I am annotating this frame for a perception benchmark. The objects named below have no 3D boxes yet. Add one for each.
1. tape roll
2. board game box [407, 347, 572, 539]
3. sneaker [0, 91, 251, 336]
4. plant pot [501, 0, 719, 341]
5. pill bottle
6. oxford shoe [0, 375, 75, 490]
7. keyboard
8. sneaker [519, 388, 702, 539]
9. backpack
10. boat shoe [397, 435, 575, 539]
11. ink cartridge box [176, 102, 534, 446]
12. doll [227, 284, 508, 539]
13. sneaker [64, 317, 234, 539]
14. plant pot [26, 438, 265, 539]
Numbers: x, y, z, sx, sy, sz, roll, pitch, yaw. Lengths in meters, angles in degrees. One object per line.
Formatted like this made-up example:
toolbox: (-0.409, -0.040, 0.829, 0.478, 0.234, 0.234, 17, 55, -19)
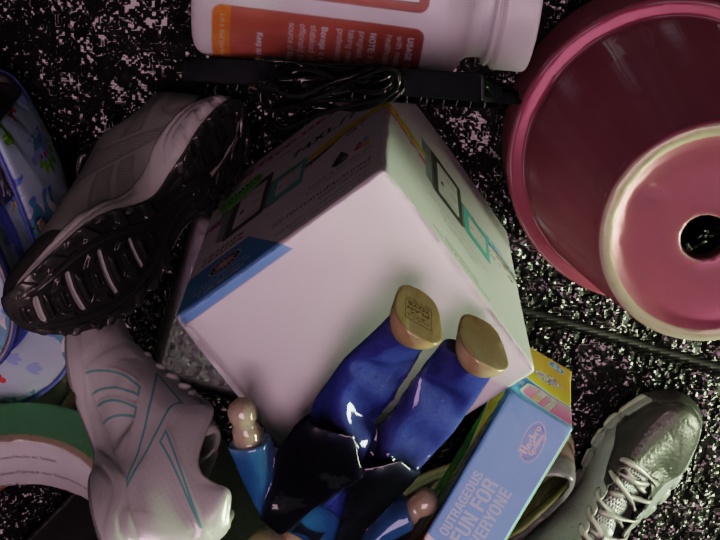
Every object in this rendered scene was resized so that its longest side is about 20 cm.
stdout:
tape roll: (-0.211, 0.171, 0.788, 0.197, 0.202, 0.049, 0, 138, 0)
board game box: (0.076, 0.132, 0.823, 0.040, 0.200, 0.154, 31, 98, 5)
sneaker: (-0.148, -0.038, 0.811, 0.079, 0.201, 0.075, 18, 141, 28)
plant pot: (0.190, -0.055, 0.798, 0.197, 0.179, 0.203, 0, 114, -1)
pill bottle: (0.004, -0.171, 0.783, 0.197, 0.112, 0.114, 7, 114, -3)
oxford shoe: (-0.274, 0.118, 0.933, 0.199, 0.071, 0.074, -37, 106, 15)
keyboard: (-0.016, -0.096, 0.762, 0.197, 0.104, 0.040, 6, 92, 26)
sneaker: (0.178, 0.184, 0.935, 0.075, 0.116, 0.201, 32, 110, -13)
backpack: (-0.266, 0.000, 0.840, 0.181, 0.148, 0.202, -18, 117, 12)
boat shoe: (0.072, 0.181, 0.962, 0.199, 0.065, 0.072, -36, 109, 15)
ink cartridge box: (0.000, 0.000, 0.809, 0.146, 0.201, 0.147, -34, 109, 15)
doll: (-0.009, 0.099, 0.716, 0.135, 0.049, 0.201, 24, 119, -19)
sneaker: (-0.124, 0.090, 0.779, 0.079, 0.202, 0.071, -18, 139, -6)
plant pot: (-0.122, 0.251, 0.932, 0.177, 0.200, 0.200, 36, 109, -30)
